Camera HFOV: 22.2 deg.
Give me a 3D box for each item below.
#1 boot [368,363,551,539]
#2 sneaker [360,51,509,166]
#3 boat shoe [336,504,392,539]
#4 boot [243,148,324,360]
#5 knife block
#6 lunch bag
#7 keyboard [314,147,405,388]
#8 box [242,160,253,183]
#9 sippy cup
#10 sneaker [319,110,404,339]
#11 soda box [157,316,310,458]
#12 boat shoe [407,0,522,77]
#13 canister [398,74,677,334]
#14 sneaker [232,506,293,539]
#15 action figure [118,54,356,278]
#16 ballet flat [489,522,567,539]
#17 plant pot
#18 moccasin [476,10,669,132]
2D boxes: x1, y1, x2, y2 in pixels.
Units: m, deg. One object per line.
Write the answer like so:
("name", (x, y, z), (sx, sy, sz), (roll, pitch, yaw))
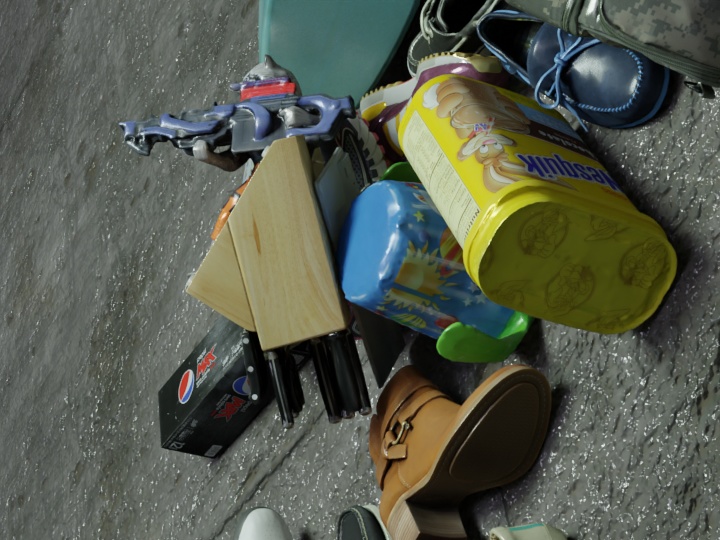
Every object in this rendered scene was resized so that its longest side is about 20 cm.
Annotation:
("boot", (0.063, 0.117, 1.408), (0.200, 0.074, 0.155), (-59, 28, 23))
("sneaker", (0.064, -0.120, 1.527), (0.200, 0.075, 0.090), (156, 115, -63))
("boat shoe", (-0.007, 0.279, 1.464), (0.072, 0.067, 0.200), (-37, 44, 51))
("boot", (-0.043, -0.026, 1.650), (0.200, 0.072, 0.155), (-50, -24, -33))
("knife block", (-0.037, 0.017, 1.427), (0.200, 0.175, 0.064), (-59, 1, 6))
("lunch bag", (0.213, -0.236, 1.231), (0.168, 0.139, 0.200), (29, 107, 25))
("keyboard", (0.000, 0.000, 1.472), (0.011, 0.200, 0.056), (2, 36, 29))
("box", (-0.067, -0.100, 1.778), (0.137, 0.039, 0.201), (-6, 72, 61))
("sippy cup", (0.057, -0.009, 1.414), (0.178, 0.130, 0.140), (15, 91, 61))
("sneaker", (-0.011, -0.041, 1.538), (0.081, 0.074, 0.201), (167, 93, -73))
("soda box", (-0.124, 0.099, 1.762), (0.200, 0.063, 0.071), (-47, 38, 41))
("boat shoe", (0.086, -0.211, 1.524), (0.200, 0.064, 0.071), (-29, 53, 55))
("canister", (0.119, -0.052, 1.304), (0.087, 0.148, 0.200), (-62, 29, 23))
("sneaker", (-0.054, 0.285, 1.547), (0.108, 0.067, 0.202), (-36, 51, 49))
("action figure", (-0.095, -0.081, 1.509), (0.199, 0.105, 0.194), (3, 77, 16))
("ballet flat", (0.098, 0.273, 1.274), (0.069, 0.069, 0.201), (-5, 73, 61))
("plant pot", (-0.019, -0.257, 1.627), (0.141, 0.141, 0.200), (-101, 26, -67))
("moccasin", (0.150, -0.151, 1.373), (0.200, 0.068, 0.081), (25, 98, 59))
